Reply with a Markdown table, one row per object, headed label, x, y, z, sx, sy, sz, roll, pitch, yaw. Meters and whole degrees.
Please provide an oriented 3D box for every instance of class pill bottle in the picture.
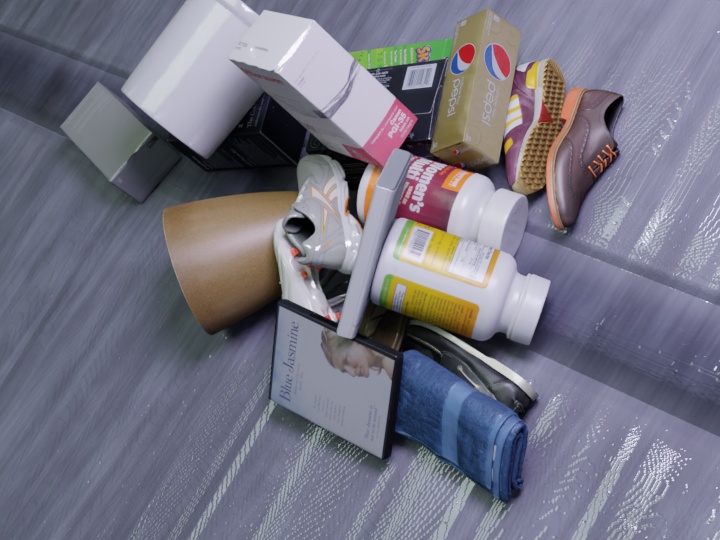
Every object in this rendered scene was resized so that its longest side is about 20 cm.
| label | x | y | z | sx | sy | sz | roll | pitch | yaw |
| --- | --- | --- | --- | --- | --- | --- | --- | --- | --- |
| pill bottle | 0.104 | -0.079 | 1.585 | 0.199 | 0.110 | 0.110 | 18 | 76 | 23 |
| pill bottle | 0.121 | 0.019 | 1.501 | 0.199 | 0.111 | 0.111 | 19 | 75 | 7 |

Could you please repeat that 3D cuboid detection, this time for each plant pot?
| label | x | y | z | sx | sy | sz | roll | pitch | yaw |
| --- | --- | --- | --- | --- | --- | --- | --- | --- | --- |
| plant pot | -0.145 | -0.032 | 1.715 | 0.199 | 0.187 | 0.187 | -20 | 55 | 5 |

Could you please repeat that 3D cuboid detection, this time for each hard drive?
| label | x | y | z | sx | sy | sz | roll | pitch | yaw |
| --- | --- | --- | --- | --- | --- | --- | --- | --- | --- |
| hard drive | 0.017 | -0.033 | 1.507 | 0.027 | 0.132 | 0.201 | 17 | 117 | 4 |

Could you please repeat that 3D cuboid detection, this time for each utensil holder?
| label | x | y | z | sx | sy | sz | roll | pitch | yaw |
| --- | --- | --- | --- | --- | --- | --- | --- | --- | --- |
| utensil holder | -0.215 | -0.283 | 1.756 | 0.200 | 0.170 | 0.170 | -51 | 49 | 3 |

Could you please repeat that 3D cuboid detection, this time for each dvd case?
| label | x | y | z | sx | sy | sz | roll | pitch | yaw |
| --- | --- | --- | --- | --- | --- | --- | --- | --- | --- |
| dvd case | -0.034 | 0.133 | 1.553 | 0.200 | 0.018 | 0.143 | 23 | 118 | 35 |

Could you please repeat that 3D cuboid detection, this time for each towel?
| label | x | y | z | sx | sy | sz | roll | pitch | yaw |
| --- | --- | --- | --- | --- | --- | --- | --- | --- | --- |
| towel | 0.111 | 0.179 | 1.463 | 0.048 | 0.112 | 0.200 | -19 | 34 | -34 |

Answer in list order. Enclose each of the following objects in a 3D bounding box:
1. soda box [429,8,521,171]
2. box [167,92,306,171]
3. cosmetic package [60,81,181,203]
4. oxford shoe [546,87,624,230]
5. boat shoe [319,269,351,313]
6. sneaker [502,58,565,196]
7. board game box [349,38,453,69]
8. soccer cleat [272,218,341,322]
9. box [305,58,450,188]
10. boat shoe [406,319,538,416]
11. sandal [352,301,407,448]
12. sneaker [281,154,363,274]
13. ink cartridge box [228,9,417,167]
| label | x | y | z | sx | sy | sz | roll | pitch | yaw |
| --- | --- | --- | --- | --- | --- | --- | --- | --- | --- |
| soda box | 0.150 | -0.230 | 1.608 | 0.064 | 0.068 | 0.201 | -15 | 55 | 49 |
| box | -0.171 | -0.263 | 1.891 | 0.181 | 0.104 | 0.201 | -2 | 65 | 34 |
| cosmetic package | -0.390 | -0.209 | 2.020 | 0.107 | 0.090 | 0.200 | -47 | 52 | 2 |
| oxford shoe | 0.280 | -0.142 | 1.551 | 0.072 | 0.071 | 0.201 | 3 | 67 | 29 |
| boat shoe | 0.000 | 0.000 | 1.656 | 0.200 | 0.069 | 0.071 | -45 | 46 | 3 |
| sneaker | 0.208 | -0.180 | 1.624 | 0.090 | 0.075 | 0.201 | -7 | 55 | 40 |
| board game box | 0.050 | -0.280 | 1.804 | 0.199 | 0.030 | 0.096 | -3 | 65 | 36 |
| soccer cleat | -0.079 | 0.030 | 1.615 | 0.077 | 0.069 | 0.201 | -33 | 72 | 34 |
| box | 0.047 | -0.197 | 1.704 | 0.199 | 0.115 | 0.133 | -1 | 63 | 32 |
| boat shoe | 0.121 | 0.121 | 1.511 | 0.200 | 0.072 | 0.068 | 34 | 87 | 38 |
| sandal | 0.026 | 0.127 | 1.588 | 0.080 | 0.054 | 0.201 | 1 | 81 | 40 |
| sneaker | -0.062 | -0.081 | 1.606 | 0.076 | 0.092 | 0.200 | -65 | 33 | 37 |
| ink cartridge box | -0.047 | -0.227 | 1.556 | 0.083 | 0.200 | 0.146 | -54 | 34 | -5 |
